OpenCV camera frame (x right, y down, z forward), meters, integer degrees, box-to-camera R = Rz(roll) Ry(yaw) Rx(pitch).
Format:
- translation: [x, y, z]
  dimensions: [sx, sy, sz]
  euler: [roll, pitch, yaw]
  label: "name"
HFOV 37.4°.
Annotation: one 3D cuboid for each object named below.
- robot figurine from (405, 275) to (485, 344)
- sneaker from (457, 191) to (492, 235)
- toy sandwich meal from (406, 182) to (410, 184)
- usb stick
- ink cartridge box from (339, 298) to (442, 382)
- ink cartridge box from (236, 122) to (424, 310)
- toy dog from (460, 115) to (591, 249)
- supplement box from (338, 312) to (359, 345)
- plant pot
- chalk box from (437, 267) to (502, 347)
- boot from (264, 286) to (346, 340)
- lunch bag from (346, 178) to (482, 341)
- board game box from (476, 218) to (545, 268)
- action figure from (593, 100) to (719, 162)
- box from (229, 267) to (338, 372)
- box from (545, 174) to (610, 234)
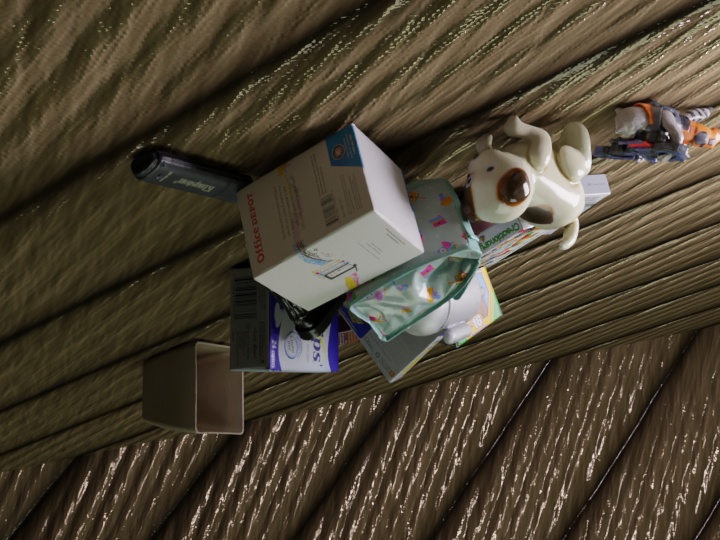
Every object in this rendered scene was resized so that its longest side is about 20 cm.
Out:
- translation: [0.125, 0.045, 1.784]
  dimensions: [0.199, 0.171, 0.113]
  euler: [-14, 153, -49]
  label: "robot figurine"
- translation: [0.177, -0.077, 1.816]
  dimensions: [0.114, 0.076, 0.201]
  euler: [5, 134, -24]
  label: "sneaker"
- translation: [0.009, -0.053, 1.646]
  dimensions: [0.202, 0.071, 0.207]
  euler: [-12, 131, -14]
  label: "toy sandwich meal"
- translation: [-0.221, -0.125, 1.423]
  dimensions: [0.055, 0.033, 0.199]
  euler: [-24, 161, 30]
  label: "usb stick"
- translation: [0.063, 0.070, 1.953]
  dimensions: [0.200, 0.199, 0.047]
  euler: [-45, 164, 33]
  label: "ink cartridge box"
- translation: [-0.043, -0.066, 1.453]
  dimensions: [0.198, 0.149, 0.144]
  euler: [-27, 147, 21]
  label: "ink cartridge box"
- translation: [0.224, -0.120, 1.520]
  dimensions: [0.198, 0.197, 0.139]
  euler: [-6, 177, -45]
  label: "toy dog"
- translation: [0.028, 0.058, 2.095]
  dimensions: [0.197, 0.133, 0.103]
  euler: [-12, 164, -4]
  label: "supplement box"
- translation: [-0.396, 0.278, 2.458]
  dimensions: [0.175, 0.203, 0.199]
  euler: [-6, 169, 25]
  label: "plant pot"
- translation: [0.153, 0.019, 1.961]
  dimensions: [0.123, 0.202, 0.124]
  euler: [-30, -160, -26]
  label: "chalk box"
- translation: [-0.086, -0.002, 1.865]
  dimensions: [0.079, 0.212, 0.159]
  euler: [-10, 126, 33]
  label: "boot"
- translation: [0.075, -0.025, 1.534]
  dimensions: [0.199, 0.171, 0.122]
  euler: [-33, 130, 15]
  label: "lunch bag"
- translation: [0.228, -0.050, 1.696]
  dimensions: [0.125, 0.035, 0.200]
  euler: [-16, 168, -39]
  label: "board game box"
- translation: [0.446, -0.211, 1.604]
  dimensions: [0.191, 0.106, 0.199]
  euler: [7, -178, -33]
  label: "action figure"
- translation: [-0.137, 0.093, 1.944]
  dimensions: [0.104, 0.187, 0.199]
  euler: [-4, 173, 36]
  label: "box"
- translation: [0.325, -0.112, 1.896]
  dimensions: [0.154, 0.042, 0.200]
  euler: [-5, 162, -24]
  label: "box"
